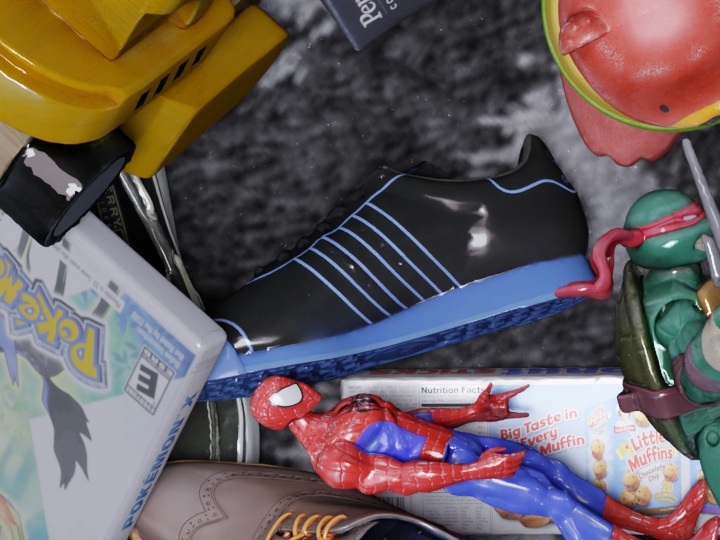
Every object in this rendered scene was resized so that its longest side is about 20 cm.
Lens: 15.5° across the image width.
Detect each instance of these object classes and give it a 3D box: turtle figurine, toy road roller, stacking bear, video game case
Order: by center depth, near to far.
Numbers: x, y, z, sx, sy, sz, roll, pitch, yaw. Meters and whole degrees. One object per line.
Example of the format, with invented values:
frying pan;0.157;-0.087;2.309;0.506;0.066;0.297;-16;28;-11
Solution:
turtle figurine;0.151;0.036;1.036;0.101;0.150;0.200;-11;102;35
stacking bear;0.123;-0.102;1.045;0.121;0.200;0.114;-20;93;11
toy road roller;-0.101;-0.118;1.071;0.123;0.200;0.146;42;129;2
video game case;-0.164;0.035;1.141;0.200;0.022;0.182;40;125;19

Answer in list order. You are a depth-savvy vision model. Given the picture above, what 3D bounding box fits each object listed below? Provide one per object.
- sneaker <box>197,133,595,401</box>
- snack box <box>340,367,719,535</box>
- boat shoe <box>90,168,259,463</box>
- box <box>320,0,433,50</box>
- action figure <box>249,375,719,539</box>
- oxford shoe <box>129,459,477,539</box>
sneaker;0.000;0.000;1.134;0.200;0.070;0.078;-15;79;-9
snack box;0.092;0.080;1.160;0.200;0.024;0.072;-1;97;10
boat shoe;-0.102;0.023;1.166;0.071;0.064;0.200;-19;94;11
box;0.021;-0.228;1.023;0.198;0.123;0.200;-33;133;3
action figure;0.050;0.080;1.107;0.200;0.065;0.052;14;113;-5
oxford shoe;-0.013;0.114;1.102;0.200;0.073;0.071;14;69;20
